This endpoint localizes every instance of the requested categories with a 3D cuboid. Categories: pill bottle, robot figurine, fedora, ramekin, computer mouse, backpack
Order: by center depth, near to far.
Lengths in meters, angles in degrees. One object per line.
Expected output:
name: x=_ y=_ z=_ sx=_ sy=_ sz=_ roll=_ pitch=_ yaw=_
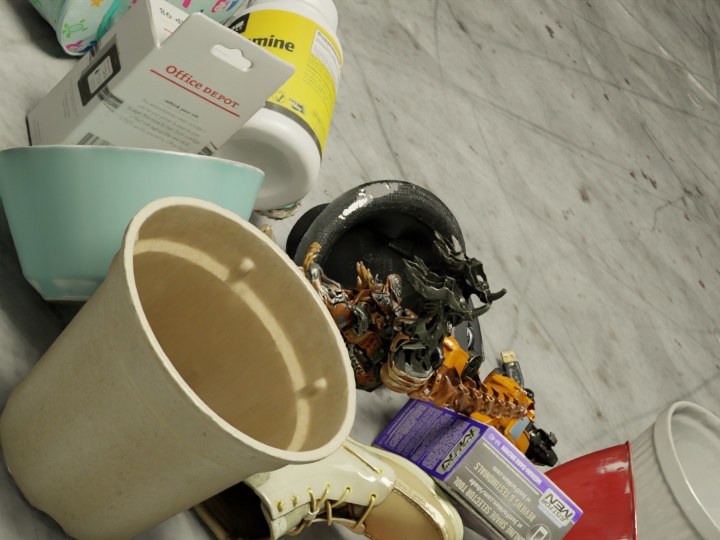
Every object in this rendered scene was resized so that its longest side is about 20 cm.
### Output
backpack: x=-0.194 y=-0.264 z=1.515 sx=0.199 sy=0.178 sz=0.151 roll=-8 pitch=57 yaw=-54
pill bottle: x=-0.076 y=-0.160 z=1.516 sx=0.112 sy=0.112 sz=0.201 roll=36 pitch=43 yaw=-26
robot figurine: x=0.104 y=0.123 z=1.531 sx=0.145 sy=0.058 sz=0.200 roll=35 pitch=-12 yaw=24
fedora: x=0.000 y=0.000 z=1.543 sx=0.200 sy=0.202 sz=0.091 roll=24 pitch=6 yaw=-42
computer mouse: x=0.113 y=0.058 z=1.724 sx=0.140 sy=0.046 sz=0.201 roll=15 pitch=44 yaw=-47
ramekin: x=0.342 y=0.247 z=1.780 sx=0.200 sy=0.105 sz=0.201 roll=36 pitch=30 yaw=-25

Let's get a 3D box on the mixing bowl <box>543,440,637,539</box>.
mixing bowl: x=0.182 y=0.249 z=1.485 sx=0.200 sy=0.108 sz=0.202 roll=-2 pitch=90 yaw=-83

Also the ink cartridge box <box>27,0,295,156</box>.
ink cartridge box: x=-0.159 y=-0.142 z=1.387 sx=0.115 sy=0.200 sz=0.067 roll=26 pitch=36 yaw=-40

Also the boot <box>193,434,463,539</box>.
boot: x=-0.030 y=0.177 z=1.302 sx=0.199 sy=0.072 sz=0.155 roll=34 pitch=26 yaw=12

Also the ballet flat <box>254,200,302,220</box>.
ballet flat: x=-0.105 y=-0.116 z=1.587 sx=0.075 sy=0.064 sz=0.201 roll=-5 pitch=57 yaw=-28

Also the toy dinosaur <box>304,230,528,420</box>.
toy dinosaur: x=0.044 y=0.050 z=1.369 sx=0.199 sy=0.136 sz=0.102 roll=25 pitch=24 yaw=-12

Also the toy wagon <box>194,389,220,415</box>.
toy wagon: x=-0.106 y=0.069 z=1.334 sx=0.200 sy=0.040 sz=0.155 roll=35 pitch=27 yaw=32

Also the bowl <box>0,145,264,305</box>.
bowl: x=-0.173 y=-0.026 z=1.271 sx=0.200 sy=0.200 sz=0.106 roll=8 pitch=85 yaw=-53

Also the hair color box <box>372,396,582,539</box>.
hair color box: x=0.092 y=0.170 z=1.426 sx=0.109 sy=0.065 sz=0.200 roll=43 pitch=-7 yaw=-14

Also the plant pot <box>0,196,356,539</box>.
plant pot: x=-0.135 y=0.085 z=1.160 sx=0.200 sy=0.183 sz=0.201 roll=36 pitch=32 yaw=-27

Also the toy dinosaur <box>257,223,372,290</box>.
toy dinosaur: x=-0.035 y=0.045 z=1.439 sx=0.201 sy=0.106 sz=0.060 roll=66 pitch=-12 yaw=-12
